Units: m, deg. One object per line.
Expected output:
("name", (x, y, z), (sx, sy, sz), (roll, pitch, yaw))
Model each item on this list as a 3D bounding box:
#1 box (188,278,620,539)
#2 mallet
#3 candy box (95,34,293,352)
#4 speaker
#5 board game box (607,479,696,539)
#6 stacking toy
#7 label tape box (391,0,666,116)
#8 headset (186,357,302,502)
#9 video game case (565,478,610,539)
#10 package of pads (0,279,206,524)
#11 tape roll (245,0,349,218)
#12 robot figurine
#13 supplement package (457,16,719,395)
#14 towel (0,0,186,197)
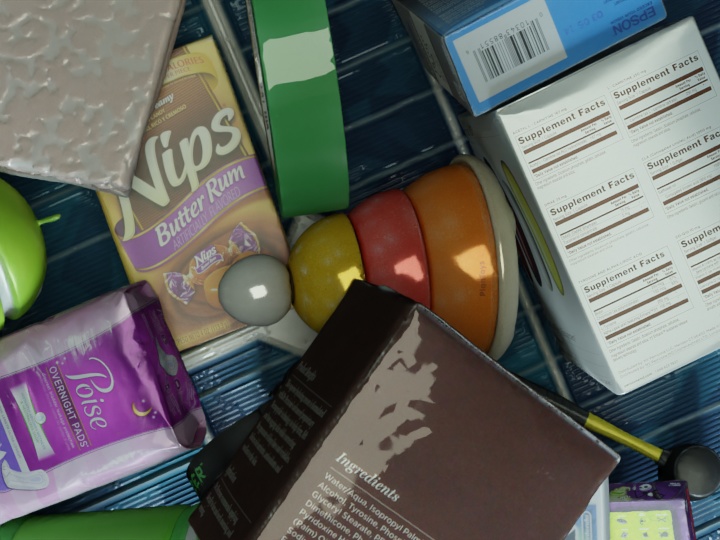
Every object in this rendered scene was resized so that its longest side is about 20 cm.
("box", (0.020, 0.137, 1.120), (0.164, 0.166, 0.201), (36, 88, -12))
("mallet", (0.171, 0.114, 1.327), (0.199, 0.066, 0.041), (26, 81, 10))
("candy box", (-0.123, -0.052, 1.283), (0.116, 0.056, 0.202), (-20, 93, -1))
("speaker", (-0.170, 0.206, 1.249), (0.198, 0.088, 0.089), (-7, 95, 22))
("board game box", (0.138, 0.207, 1.271), (0.198, 0.032, 0.121), (-4, 113, 18))
("stacking toy", (0.000, 0.000, 1.235), (0.198, 0.146, 0.148), (-5, 94, -13))
("label tape box", (0.105, -0.186, 1.230), (0.143, 0.200, 0.064), (-27, 112, -2))
("headset", (-0.037, 0.094, 1.276), (0.199, 0.124, 0.094), (-25, 72, -16))
("video game case", (0.084, 0.227, 1.247), (0.180, 0.022, 0.202), (0, 99, 18))
("package of pads", (-0.216, 0.098, 1.243), (0.198, 0.076, 0.122), (-22, 93, 10))
("tape roll", (-0.046, -0.138, 1.210), (0.048, 0.200, 0.203), (-10, 94, -3))
("robot figurine", (-0.299, 0.006, 1.217), (0.199, 0.175, 0.117), (-31, 113, -23))
("supplement package", (0.180, -0.046, 1.235), (0.146, 0.191, 0.202), (-25, 95, -2))
("towel", (-0.225, -0.159, 1.243), (0.198, 0.032, 0.193), (12, 78, 8))
